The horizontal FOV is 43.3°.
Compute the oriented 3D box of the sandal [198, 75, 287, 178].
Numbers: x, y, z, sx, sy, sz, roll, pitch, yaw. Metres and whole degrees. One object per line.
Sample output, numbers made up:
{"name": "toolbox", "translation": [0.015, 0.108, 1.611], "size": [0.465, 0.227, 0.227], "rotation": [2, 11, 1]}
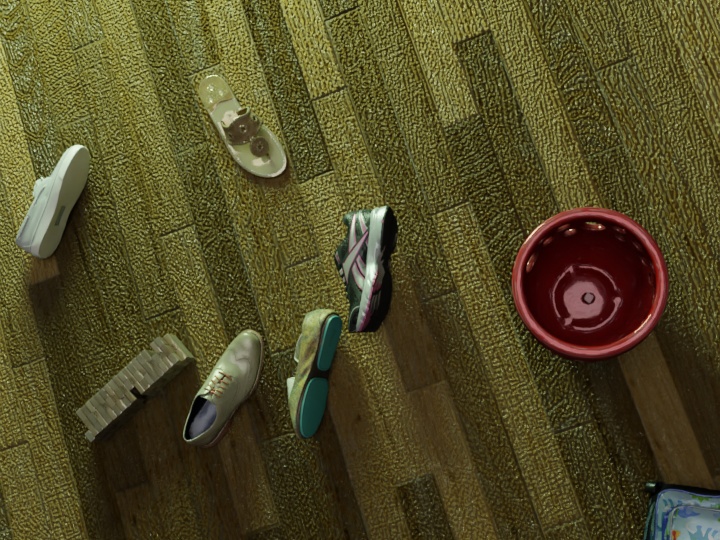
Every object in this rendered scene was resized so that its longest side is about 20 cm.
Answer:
{"name": "sandal", "translation": [-0.203, -0.238, 1.471], "size": [0.078, 0.070, 0.212], "rotation": [-38, 76, 3]}

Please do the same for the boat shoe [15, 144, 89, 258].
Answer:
{"name": "boat shoe", "translation": [-0.519, -0.122, 1.521], "size": [0.068, 0.072, 0.200], "rotation": [22, 95, 13]}

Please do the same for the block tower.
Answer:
{"name": "block tower", "translation": [-0.361, 0.186, 1.442], "size": [0.200, 0.054, 0.058], "rotation": [-44, 75, 1]}

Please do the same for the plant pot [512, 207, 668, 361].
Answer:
{"name": "plant pot", "translation": [0.314, 0.028, 1.259], "size": [0.200, 0.182, 0.201], "rotation": [-2, 81, 11]}

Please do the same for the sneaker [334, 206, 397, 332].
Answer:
{"name": "sneaker", "translation": [0.000, 0.000, 1.392], "size": [0.086, 0.080, 0.201], "rotation": [3, 74, 24]}

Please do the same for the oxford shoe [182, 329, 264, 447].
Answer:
{"name": "oxford shoe", "translation": [-0.210, 0.184, 1.401], "size": [0.071, 0.074, 0.200], "rotation": [23, 86, 14]}

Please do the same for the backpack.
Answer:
{"name": "backpack", "translation": [0.466, 0.395, 1.197], "size": [0.183, 0.147, 0.201], "rotation": [5, 85, 14]}

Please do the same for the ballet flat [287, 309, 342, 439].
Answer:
{"name": "ballet flat", "translation": [-0.079, 0.156, 1.391], "size": [0.071, 0.071, 0.201], "rotation": [12, 84, 13]}
